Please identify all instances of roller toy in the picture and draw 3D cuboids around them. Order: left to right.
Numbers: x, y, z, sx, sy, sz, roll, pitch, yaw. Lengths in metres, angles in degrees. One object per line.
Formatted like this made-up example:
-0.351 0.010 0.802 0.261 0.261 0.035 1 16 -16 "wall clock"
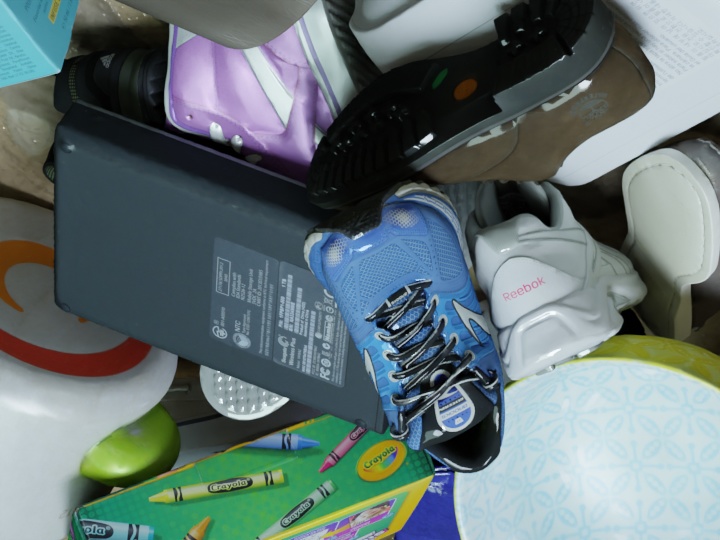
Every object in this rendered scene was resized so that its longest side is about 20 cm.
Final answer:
-0.209 0.060 1.675 0.182 0.200 0.140 13 125 -27 "roller toy"

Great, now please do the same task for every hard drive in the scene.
-0.069 0.000 1.546 0.199 0.033 0.140 21 138 13 "hard drive"

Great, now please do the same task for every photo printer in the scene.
0.105 -0.125 1.458 0.166 0.070 0.200 33 139 -27 "photo printer"

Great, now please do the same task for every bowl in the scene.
0.160 0.111 1.587 0.199 0.108 0.201 9 118 18 "bowl"

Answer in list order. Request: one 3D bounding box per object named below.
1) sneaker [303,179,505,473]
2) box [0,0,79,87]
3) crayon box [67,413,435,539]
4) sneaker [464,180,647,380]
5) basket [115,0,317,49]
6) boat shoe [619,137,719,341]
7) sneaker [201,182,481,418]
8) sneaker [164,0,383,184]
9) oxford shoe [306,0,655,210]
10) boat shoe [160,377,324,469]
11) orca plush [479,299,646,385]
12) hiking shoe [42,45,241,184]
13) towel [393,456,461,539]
0.034 0.032 1.436 0.078 0.089 0.200 -28 142 3 "sneaker"
-0.211 -0.186 1.455 0.049 0.083 0.200 -11 138 26 "box"
-0.065 0.141 1.666 0.199 0.059 0.119 -20 165 -15 "crayon box"
0.097 -0.011 1.538 0.078 0.200 0.100 -24 94 7 "sneaker"
-0.105 -0.200 1.367 0.200 0.136 0.181 30 108 -33 "basket"
0.179 -0.023 1.550 0.059 0.072 0.200 -31 159 -12 "boat shoe"
-0.001 0.000 1.650 0.200 0.114 0.073 -35 89 16 "sneaker"
-0.038 -0.068 1.537 0.114 0.073 0.201 -14 111 17 "sneaker"
0.058 -0.064 1.433 0.199 0.073 0.084 -21 135 37 "oxford shoe"
-0.054 0.072 1.759 0.199 0.070 0.071 -13 161 36 "boat shoe"
0.101 0.058 1.703 0.071 0.106 0.200 0 154 -41 "orca plush"
-0.120 -0.052 1.629 0.100 0.076 0.201 10 139 22 "hiking shoe"
0.092 0.171 1.877 0.147 0.050 0.200 8 144 17 "towel"
